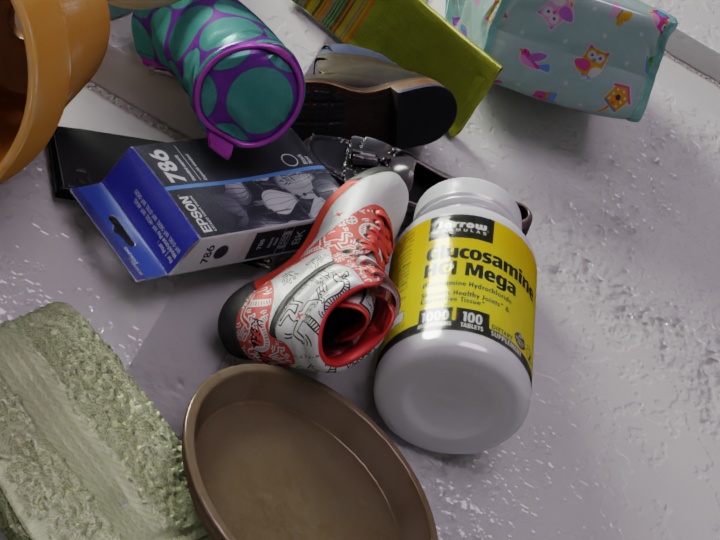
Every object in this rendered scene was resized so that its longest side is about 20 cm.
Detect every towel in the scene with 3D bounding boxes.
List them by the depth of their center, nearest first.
[{"bbox_3d":[-0.184,0.109,1.092,0.148,0.037,0.200,-21,63,-44],"label":"towel"},{"bbox_3d":[0.026,-0.207,1.498,0.200,0.086,0.018,41,42,9],"label":"towel"}]

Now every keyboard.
[{"bbox_3d":[-0.132,-0.050,1.296,0.199,0.021,0.128,8,41,-25],"label":"keyboard"}]

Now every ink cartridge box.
[{"bbox_3d":[-0.103,-0.051,1.269,0.199,0.039,0.100,-14,54,-43],"label":"ink cartridge box"}]

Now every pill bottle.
[{"bbox_3d":[0.073,0.026,1.278,0.112,0.113,0.201,22,41,-12],"label":"pill bottle"}]

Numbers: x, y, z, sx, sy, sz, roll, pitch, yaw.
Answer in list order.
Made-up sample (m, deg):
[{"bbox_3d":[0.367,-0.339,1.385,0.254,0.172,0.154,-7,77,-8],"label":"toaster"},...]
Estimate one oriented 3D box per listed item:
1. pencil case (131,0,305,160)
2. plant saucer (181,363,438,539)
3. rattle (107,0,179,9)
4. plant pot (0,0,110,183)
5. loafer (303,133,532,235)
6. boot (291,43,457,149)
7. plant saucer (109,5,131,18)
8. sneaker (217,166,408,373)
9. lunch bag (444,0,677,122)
[{"bbox_3d":[-0.111,-0.160,1.320,0.085,0.093,0.200,35,7,-30],"label":"pencil case"},{"bbox_3d":[-0.035,0.148,1.127,0.199,0.029,0.201,30,33,-22],"label":"plant saucer"},{"bbox_3d":[-0.130,-0.281,1.297,0.198,0.144,0.131,-3,38,-1],"label":"rattle"},{"bbox_3d":[-0.268,-0.162,1.204,0.200,0.201,0.183,37,25,6],"label":"plant pot"},{"bbox_3d":[0.044,-0.066,1.379,0.199,0.063,0.072,24,49,-17],"label":"loafer"},{"bbox_3d":[-0.029,-0.139,1.432,0.199,0.075,0.097,-3,28,-26],"label":"boot"},{"bbox_3d":[-0.258,-0.287,1.437,0.199,0.036,0.201,17,43,-17],"label":"plant saucer"},{"bbox_3d":[0.000,0.001,1.234,0.107,0.068,0.201,9,42,43],"label":"sneaker"},{"bbox_3d":[0.171,-0.223,1.578,0.169,0.123,0.200,16,16,-14],"label":"lunch bag"}]
